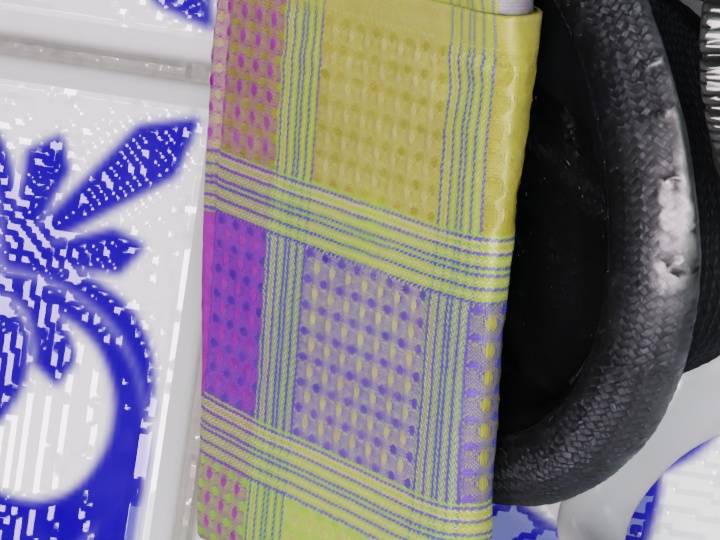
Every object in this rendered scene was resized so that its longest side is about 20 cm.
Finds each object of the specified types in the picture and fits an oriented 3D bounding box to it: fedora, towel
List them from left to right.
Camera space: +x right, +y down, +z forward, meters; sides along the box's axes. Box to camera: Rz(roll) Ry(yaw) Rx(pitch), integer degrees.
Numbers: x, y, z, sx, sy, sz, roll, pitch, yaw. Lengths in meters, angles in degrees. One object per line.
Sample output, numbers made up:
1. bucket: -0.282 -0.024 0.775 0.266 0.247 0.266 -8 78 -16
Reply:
1. towel: 0.000 0.000 0.869 0.023 0.144 0.200 -6 105 -37
2. fedora: 0.060 -0.032 0.881 0.092 0.200 0.201 -4 96 -37

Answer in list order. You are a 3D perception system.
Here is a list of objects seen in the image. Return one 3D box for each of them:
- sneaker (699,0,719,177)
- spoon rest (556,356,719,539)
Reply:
1. sneaker: 0.134 -0.106 0.818 0.076 0.091 0.200 10 85 2
2. spoon rest: 0.140 0.028 0.915 0.200 0.061 0.099 -39 122 -4
